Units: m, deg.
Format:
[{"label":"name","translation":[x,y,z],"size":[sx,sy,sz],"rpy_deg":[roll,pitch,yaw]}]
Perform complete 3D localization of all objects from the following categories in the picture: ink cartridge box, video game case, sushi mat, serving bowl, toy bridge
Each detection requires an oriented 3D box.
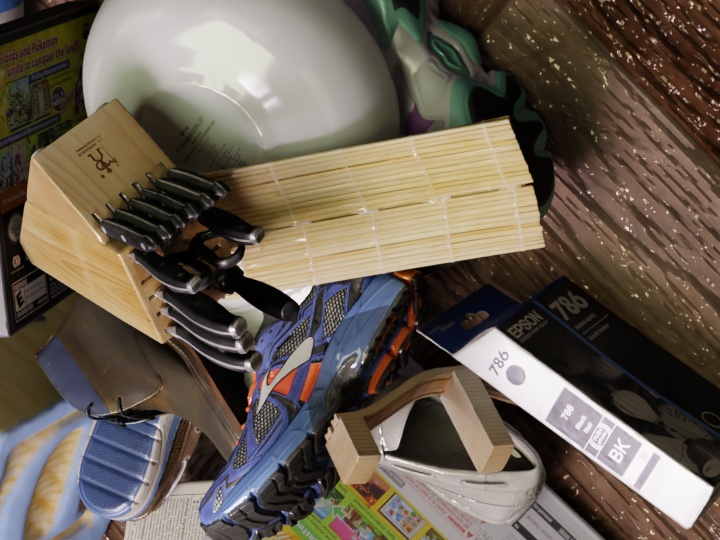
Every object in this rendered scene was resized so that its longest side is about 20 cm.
[{"label":"ink cartridge box","translation":[0.139,0.065,1.245],"size":[0.200,0.099,0.039],"rpy_deg":[35,122,15]},{"label":"video game case","translation":[-0.205,-0.071,1.344],"size":[0.025,0.200,0.182],"rpy_deg":[0,104,14]},{"label":"sushi mat","translation":[0.002,-0.034,1.207],"size":[0.199,0.012,0.096],"rpy_deg":[-10,127,11]},{"label":"serving bowl","translation":[-0.080,-0.088,1.233],"size":[0.199,0.066,0.201],"rpy_deg":[12,128,16]},{"label":"video game case","translation":[0.032,0.177,1.322],"size":[0.200,0.182,0.023],"rpy_deg":[43,164,11]},{"label":"toy bridge","translation":[0.069,0.088,1.252],"size":[0.067,0.199,0.027],"rpy_deg":[62,143,38]}]

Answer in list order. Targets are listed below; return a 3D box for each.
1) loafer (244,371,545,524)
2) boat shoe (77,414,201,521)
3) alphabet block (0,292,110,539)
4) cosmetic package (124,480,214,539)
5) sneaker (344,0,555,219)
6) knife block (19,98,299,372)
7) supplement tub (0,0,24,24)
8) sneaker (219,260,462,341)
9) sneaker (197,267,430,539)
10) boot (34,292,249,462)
[{"label":"loafer","translation":[0.023,0.090,1.300],"size":[0.199,0.070,0.070],"rpy_deg":[23,150,4]},{"label":"boat shoe","translation":[-0.130,0.073,1.420],"size":[0.072,0.072,0.201],"rpy_deg":[24,88,23]},{"label":"alphabet block","translation":[-0.287,0.104,1.469],"size":[0.200,0.196,0.196],"rpy_deg":[31,120,19]},{"label":"cosmetic package","translation":[-0.064,0.197,1.413],"size":[0.199,0.071,0.106],"rpy_deg":[-5,67,34]},{"label":"sneaker","translation":[0.024,-0.086,1.282],"size":[0.140,0.078,0.200],"rpy_deg":[-42,74,37]},{"label":"knife block","translation":[-0.114,-0.001,1.198],"size":[0.176,0.064,0.200],"rpy_deg":[50,158,7]},{"label":"supplement tub","translation":[-0.292,-0.118,1.429],"size":[0.131,0.132,0.201],"rpy_deg":[13,115,28]},{"label":"sneaker","translation":[0.000,0.000,1.338],"size":[0.199,0.074,0.080],"rpy_deg":[-17,126,31]},{"label":"sneaker","translation":[-0.037,0.075,1.253],"size":[0.078,0.200,0.075],"rpy_deg":[26,161,28]},{"label":"boot","translation":[-0.128,0.082,1.341],"size":[0.097,0.075,0.200],"rpy_deg":[-44,58,9]}]
